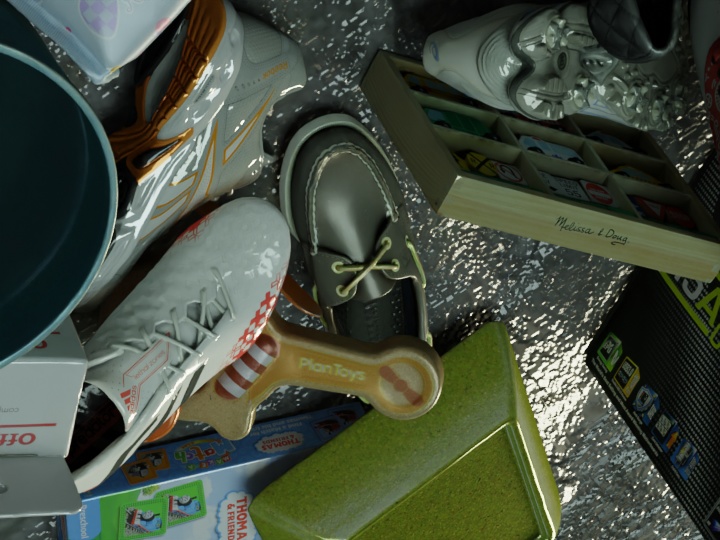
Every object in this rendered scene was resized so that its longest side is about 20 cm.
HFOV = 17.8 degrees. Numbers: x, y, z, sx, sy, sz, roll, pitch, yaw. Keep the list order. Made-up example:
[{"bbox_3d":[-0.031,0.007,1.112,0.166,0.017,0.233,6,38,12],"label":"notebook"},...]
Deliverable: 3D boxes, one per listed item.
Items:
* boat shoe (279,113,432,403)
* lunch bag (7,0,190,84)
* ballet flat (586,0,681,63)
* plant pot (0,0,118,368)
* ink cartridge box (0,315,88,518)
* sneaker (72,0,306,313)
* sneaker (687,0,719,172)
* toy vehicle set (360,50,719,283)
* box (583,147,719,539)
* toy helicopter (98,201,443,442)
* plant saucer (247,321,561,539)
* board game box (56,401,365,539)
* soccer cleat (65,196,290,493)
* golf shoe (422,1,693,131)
[{"bbox_3d":[0.003,-0.001,1.341,0.072,0.060,0.203,-21,133,-9],"label":"boat shoe"},{"bbox_3d":[-0.130,-0.219,1.057,0.200,0.127,0.170,41,102,-13],"label":"lunch bag"},{"bbox_3d":[0.160,-0.204,1.172,0.066,0.057,0.202,2,103,-32],"label":"ballet flat"},{"bbox_3d":[-0.235,-0.074,1.082,0.198,0.188,0.201,-14,132,-16],"label":"plant pot"},{"bbox_3d":[-0.211,0.035,1.173,0.115,0.200,0.067,0,127,-26],"label":"ink cartridge box"},{"bbox_3d":[-0.096,-0.052,1.247,0.092,0.076,0.201,16,119,-39],"label":"sneaker"},{"bbox_3d":[0.225,-0.080,1.275,0.067,0.108,0.203,-10,90,10],"label":"sneaker"},{"bbox_3d":[0.105,-0.058,1.300,0.199,0.125,0.027,13,121,-33],"label":"toy vehicle set"},{"bbox_3d":[0.236,0.042,1.392,0.047,0.201,0.194,10,122,-33],"label":"box"},{"bbox_3d":[-0.049,0.036,1.301,0.198,0.079,0.133,11,108,0],"label":"toy helicopter"},{"bbox_3d":[0.045,0.159,1.462,0.199,0.048,0.200,-36,138,-13],"label":"plant saucer"},{"bbox_3d":[-0.090,0.168,1.450,0.198,0.037,0.152,-12,130,-17],"label":"board game box"},{"bbox_3d":[-0.110,0.045,1.224,0.069,0.085,0.200,43,97,0],"label":"soccer cleat"},{"bbox_3d":[0.115,-0.123,1.298,0.199,0.097,0.079,1,97,-53],"label":"golf shoe"}]
